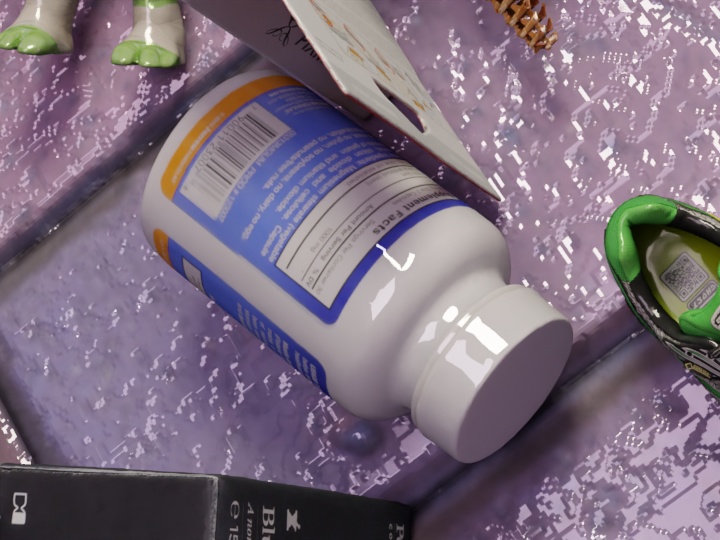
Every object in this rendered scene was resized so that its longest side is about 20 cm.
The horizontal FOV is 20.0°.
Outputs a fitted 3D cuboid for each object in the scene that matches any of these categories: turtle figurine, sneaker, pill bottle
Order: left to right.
[{"bbox_3d":[-0.134,-0.203,1.034,0.200,0.143,0.195,-153,67,-64],"label":"turtle figurine"},{"bbox_3d":[0.000,0.000,0.967,0.200,0.112,0.112,38,97,25],"label":"pill bottle"},{"bbox_3d":[0.179,0.041,0.892,0.200,0.085,0.078,39,97,25],"label":"sneaker"}]

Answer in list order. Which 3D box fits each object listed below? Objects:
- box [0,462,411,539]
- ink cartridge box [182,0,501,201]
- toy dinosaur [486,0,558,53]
[{"bbox_3d":[-0.070,0.193,0.914,0.117,0.200,0.197,-1,80,25],"label":"box"},{"bbox_3d":[-0.025,-0.109,0.949,0.043,0.200,0.174,-36,67,13],"label":"ink cartridge box"},{"bbox_3d":[0.072,-0.206,1.000,0.135,0.102,0.201,-24,89,35],"label":"toy dinosaur"}]
